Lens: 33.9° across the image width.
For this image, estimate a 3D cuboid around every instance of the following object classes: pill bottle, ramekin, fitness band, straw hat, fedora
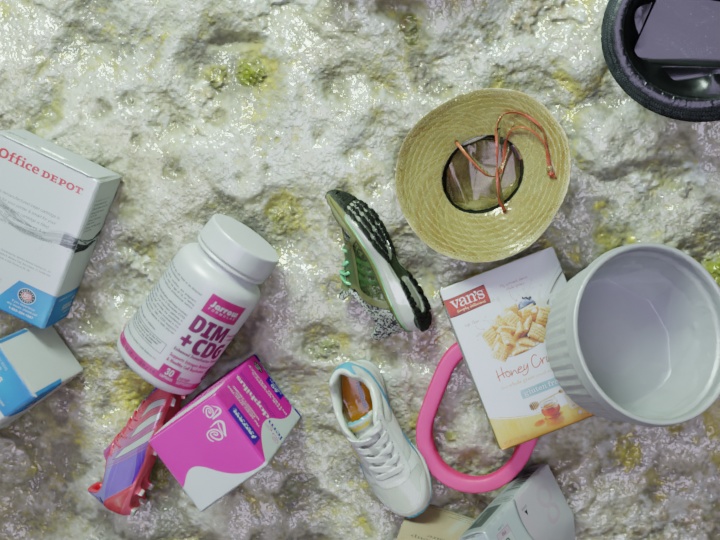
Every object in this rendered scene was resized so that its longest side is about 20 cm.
[{"bbox_3d":[-0.191,0.039,1.405,0.113,0.113,0.200,36,103,1],"label":"pill bottle"},{"bbox_3d":[0.300,0.075,1.307,0.200,0.105,0.200,4,79,-18],"label":"ramekin"},{"bbox_3d":[0.147,0.170,1.416,0.143,0.037,0.200,21,101,5],"label":"fitness band"},{"bbox_3d":[0.139,-0.110,1.345,0.201,0.085,0.201,0,98,3],"label":"straw hat"},{"bbox_3d":[0.361,-0.255,1.283,0.200,0.092,0.201,1,100,9],"label":"fedora"}]

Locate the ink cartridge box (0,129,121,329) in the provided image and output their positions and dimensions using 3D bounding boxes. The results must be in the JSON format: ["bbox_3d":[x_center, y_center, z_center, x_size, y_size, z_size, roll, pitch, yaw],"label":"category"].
[{"bbox_3d":[-0.400,-0.053,1.437,0.145,0.084,0.200,25,102,4],"label":"ink cartridge box"}]

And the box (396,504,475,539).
[{"bbox_3d":[0.079,0.347,1.371,0.095,0.200,0.078,16,101,6],"label":"box"}]

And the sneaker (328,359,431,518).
[{"bbox_3d":[0.017,0.203,1.399,0.076,0.081,0.200,-29,80,14],"label":"sneaker"}]

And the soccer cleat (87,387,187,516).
[{"bbox_3d":[-0.280,0.213,1.476,0.076,0.067,0.200,24,105,9],"label":"soccer cleat"}]

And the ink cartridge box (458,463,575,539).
[{"bbox_3d":[0.211,0.351,1.374,0.057,0.163,0.200,-30,92,40],"label":"ink cartridge box"}]

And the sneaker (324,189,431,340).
[{"bbox_3d":[0.000,0.000,1.395,0.089,0.077,0.200,-29,92,21],"label":"sneaker"}]

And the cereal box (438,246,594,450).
[{"bbox_3d":[0.191,0.089,1.366,0.144,0.040,0.200,-22,87,0],"label":"cereal box"}]

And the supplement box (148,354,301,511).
[{"bbox_3d":[-0.154,0.185,1.379,0.103,0.200,0.101,-36,93,13],"label":"supplement box"}]

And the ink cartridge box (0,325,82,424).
[{"bbox_3d":[-0.463,0.158,1.443,0.200,0.145,0.084,-35,91,12],"label":"ink cartridge box"}]
